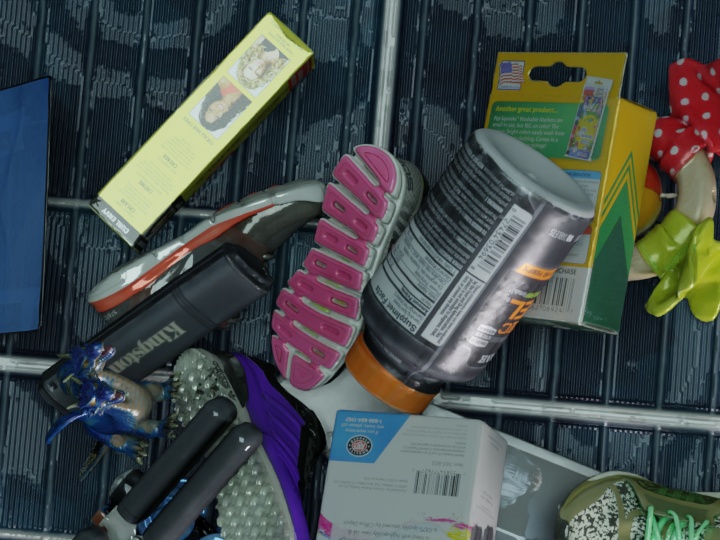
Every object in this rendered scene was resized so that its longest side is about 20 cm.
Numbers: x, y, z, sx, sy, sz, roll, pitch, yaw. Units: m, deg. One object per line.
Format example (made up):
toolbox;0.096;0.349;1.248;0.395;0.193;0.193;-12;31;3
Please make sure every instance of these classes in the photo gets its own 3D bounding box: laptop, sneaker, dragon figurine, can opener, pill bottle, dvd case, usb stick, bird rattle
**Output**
laptop;-0.324;-0.047;1.614;0.200;0.116;0.188;2;85;1
sneaker;0.000;0.000;1.629;0.074;0.087;0.200;29;108;29
sneaker;0.233;0.189;1.565;0.200;0.089;0.077;5;90;-28
sneaker;-0.060;0.141;1.592;0.070;0.099;0.200;-47;54;37
dragon figurine;-0.194;0.099;1.564;0.099;0.200;0.059;15;67;-24
can opener;-0.152;0.175;1.532;0.053;0.067;0.200;44;107;11
pill bottle;0.070;0.006;1.548;0.106;0.106;0.200;36;108;3
dvd case;0.113;0.204;1.615;0.200;0.025;0.150;22;81;2
usb stick;-0.152;0.046;1.595;0.200;0.055;0.033;-34;41;21
bird rattle;0.218;-0.063;1.621;0.163;0.113;0.200;1;83;19
sneaker;-0.104;0.000;1.637;0.200;0.077;0.082;-28;95;9

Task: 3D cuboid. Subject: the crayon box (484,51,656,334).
crayon box;0.145;-0.059;1.604;0.126;0.052;0.200;6;84;44

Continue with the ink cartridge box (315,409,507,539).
ink cartridge box;0.030;0.207;1.552;0.115;0.068;0.200;3;72;22

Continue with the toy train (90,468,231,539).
toy train;-0.123;0.239;1.605;0.200;0.087;0.114;41;93;3

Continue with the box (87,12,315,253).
box;-0.119;-0.103;1.639;0.050;0.075;0.200;42;86;2
